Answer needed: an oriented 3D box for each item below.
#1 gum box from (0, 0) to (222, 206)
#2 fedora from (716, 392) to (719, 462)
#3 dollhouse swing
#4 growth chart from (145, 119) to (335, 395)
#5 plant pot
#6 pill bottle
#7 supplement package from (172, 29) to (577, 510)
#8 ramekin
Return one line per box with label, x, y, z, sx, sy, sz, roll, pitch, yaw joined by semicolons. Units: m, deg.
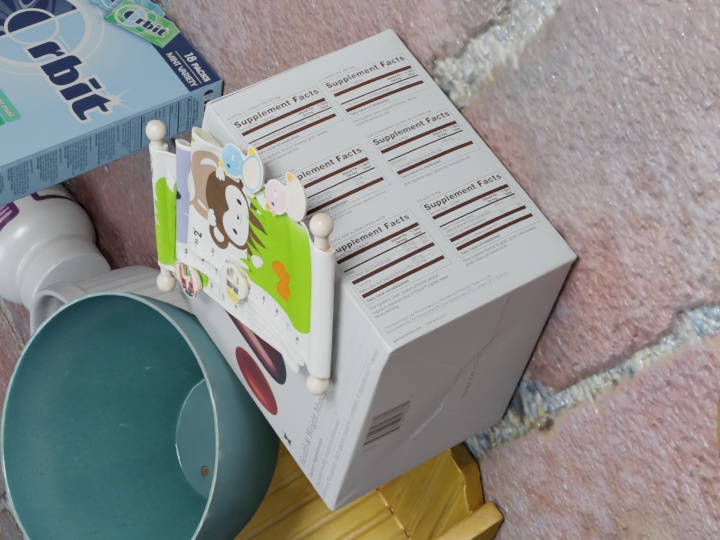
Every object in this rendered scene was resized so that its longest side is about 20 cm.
gum box;-0.232;-0.149;1.446;0.170;0.199;0.045;50;149;30
fedora;0.252;0.106;0.897;0.201;0.081;0.202;48;149;42
dollhouse swing;-0.040;0.169;1.371;0.201;0.175;0.182;55;151;23
growth chart;-0.072;-0.015;1.139;0.199;0.018;0.146;33;136;45
plant pot;-0.134;0.118;1.328;0.198;0.134;0.203;-2;86;35
pill bottle;-0.316;-0.039;1.778;0.200;0.112;0.113;46;146;36
supplement package;0.000;0.000;1.199;0.201;0.146;0.192;53;150;24
ramekin;-0.199;0.092;1.675;0.200;0.104;0.202;40;142;41
